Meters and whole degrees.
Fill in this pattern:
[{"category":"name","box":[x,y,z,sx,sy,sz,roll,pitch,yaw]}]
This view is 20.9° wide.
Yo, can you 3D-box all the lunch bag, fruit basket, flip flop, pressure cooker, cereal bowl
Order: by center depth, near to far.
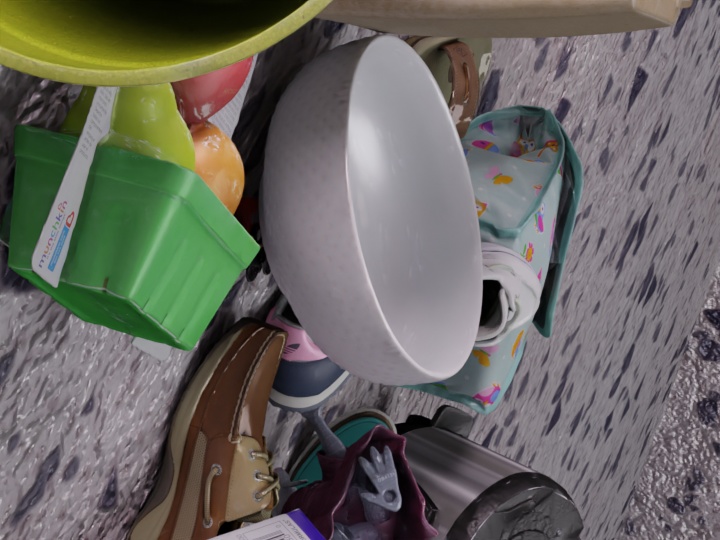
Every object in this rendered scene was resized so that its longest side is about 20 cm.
[{"category":"fruit basket","box":[-0.094,-0.073,0.899,0.185,0.093,0.202,52,47,-73]},{"category":"cereal bowl","box":[-0.002,-0.030,1.121,0.200,0.083,0.202,-10,90,-68]},{"category":"flip flop","box":[0.057,-0.118,1.327,0.200,0.057,0.082,-38,148,-59]},{"category":"lunch bag","box":[0.095,-0.017,1.480,0.200,0.121,0.172,-49,152,-55]},{"category":"pressure cooker","box":[0.060,0.221,1.590,0.175,0.199,0.180,-31,124,-30]}]

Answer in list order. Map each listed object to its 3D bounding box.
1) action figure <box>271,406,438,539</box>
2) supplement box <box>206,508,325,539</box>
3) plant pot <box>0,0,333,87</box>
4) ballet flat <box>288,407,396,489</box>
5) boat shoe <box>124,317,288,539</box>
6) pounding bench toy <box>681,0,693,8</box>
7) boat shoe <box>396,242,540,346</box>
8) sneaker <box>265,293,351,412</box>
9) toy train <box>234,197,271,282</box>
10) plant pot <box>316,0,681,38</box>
[{"category":"action figure","box":[-0.012,0.169,1.349,0.134,0.149,0.200,-50,-168,-20]},{"category":"supplement box","box":[-0.097,0.228,1.105,0.199,0.101,0.104,-13,132,-35]},{"category":"plant pot","box":[-0.065,-0.161,0.683,0.193,0.199,0.202,-26,139,-84]},{"category":"ballet flat","box":[-0.035,0.187,1.476,0.201,0.069,0.069,-64,164,7]},{"category":"boat shoe","box":[-0.083,0.130,1.197,0.201,0.073,0.076,-68,164,6]},{"category":"pounding bench toy","box":[0.143,-0.252,1.236,0.200,0.155,0.125,-21,134,-68]},{"category":"boat shoe","box":[0.071,0.025,1.287,0.199,0.067,0.074,5,116,-53]},{"category":"sneaker","box":[0.000,0.000,1.290,0.201,0.070,0.082,-58,164,-33]},{"category":"toy train","box":[-0.066,-0.020,1.112,0.200,0.034,0.046,-22,123,-69]},{"category":"plant pot","box":[0.083,-0.213,1.005,0.200,0.176,0.202,-9,111,-72]}]
